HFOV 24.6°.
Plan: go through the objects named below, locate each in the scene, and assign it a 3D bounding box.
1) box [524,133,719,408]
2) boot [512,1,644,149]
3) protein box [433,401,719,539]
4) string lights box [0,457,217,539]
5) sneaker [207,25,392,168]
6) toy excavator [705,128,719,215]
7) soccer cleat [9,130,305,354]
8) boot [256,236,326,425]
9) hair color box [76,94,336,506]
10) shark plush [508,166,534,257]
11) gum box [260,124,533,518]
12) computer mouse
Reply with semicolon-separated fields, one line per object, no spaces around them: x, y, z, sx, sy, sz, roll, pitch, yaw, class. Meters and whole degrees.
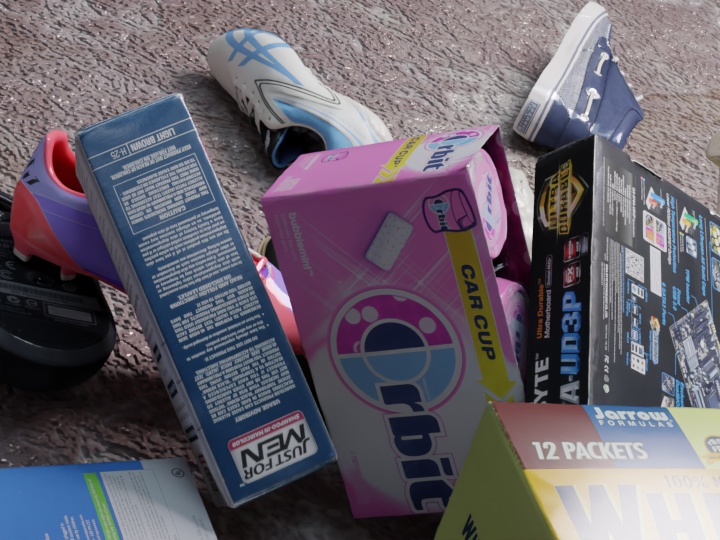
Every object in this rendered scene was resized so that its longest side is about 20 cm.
0.155;0.050;0.867;0.158;0.046;0.201;27;56;-36;box
0.197;-0.151;1.385;0.090;0.073;0.200;29;42;4;boot
0.116;0.196;0.710;0.134;0.201;0.199;3;36;-21;protein box
-0.168;0.147;0.778;0.199;0.059;0.103;0;37;-25;string lights box
-0.059;-0.119;1.213;0.072;0.072;0.200;-35;48;-20;sneaker
0.279;0.020;1.061;0.199;0.195;0.100;30;5;33;toy excavator
-0.106;-0.012;0.942;0.199;0.077;0.067;23;26;3;soccer cleat
0.000;0.000;0.998;0.077;0.139;0.200;-2;37;-28;boot
-0.083;0.019;0.859;0.060;0.100;0.201;-22;86;-11;hair color box
0.086;0.037;0.960;0.090;0.202;0.083;0;-8;-16;shark plush
0.034;0.035;0.863;0.113;0.201;0.066;-7;22;23;gum box
-0.190;0.018;0.968;0.138;0.053;0.200;15;25;-18;computer mouse
